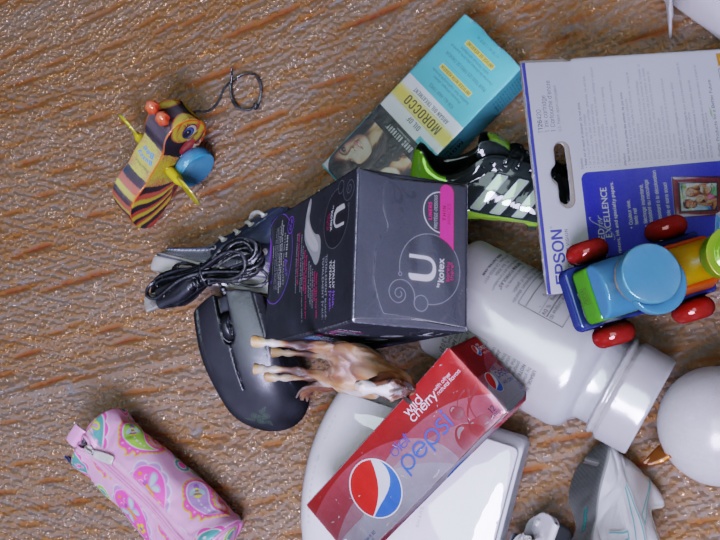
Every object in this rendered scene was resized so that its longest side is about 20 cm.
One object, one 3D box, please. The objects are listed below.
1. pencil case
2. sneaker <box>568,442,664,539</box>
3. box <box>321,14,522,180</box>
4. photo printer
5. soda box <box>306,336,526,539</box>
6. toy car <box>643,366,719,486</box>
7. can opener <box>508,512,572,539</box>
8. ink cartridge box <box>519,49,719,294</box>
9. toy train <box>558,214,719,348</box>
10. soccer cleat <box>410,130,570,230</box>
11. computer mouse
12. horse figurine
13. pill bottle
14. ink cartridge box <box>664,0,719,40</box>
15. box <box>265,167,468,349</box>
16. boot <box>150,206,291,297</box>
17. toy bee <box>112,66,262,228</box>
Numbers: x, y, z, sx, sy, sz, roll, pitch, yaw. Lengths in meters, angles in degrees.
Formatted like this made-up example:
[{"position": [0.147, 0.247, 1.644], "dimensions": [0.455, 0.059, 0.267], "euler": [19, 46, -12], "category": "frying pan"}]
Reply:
[{"position": [-0.213, 0.227, 0.897], "dimensions": [0.199, 0.087, 0.088], "euler": [38, 98, 18], "category": "pencil case"}, {"position": [0.204, 0.236, 0.704], "dimensions": [0.080, 0.201, 0.071], "euler": [33, 141, -4], "category": "sneaker"}, {"position": [0.062, -0.142, 0.846], "dimensions": [0.200, 0.049, 0.082], "euler": [-46, 73, 11], "category": "box"}, {"position": [0.042, 0.206, 0.813], "dimensions": [0.198, 0.069, 0.168], "euler": [15, 91, 20], "category": "photo printer"}, {"position": [0.045, 0.150, 0.726], "dimensions": [0.070, 0.063, 0.200], "euler": [46, 113, 16], "category": "soda box"}, {"position": [0.316, 0.109, 0.700], "dimensions": [0.199, 0.176, 0.186], "euler": [-32, 86, 43], "category": "toy car"}, {"position": [0.132, 0.301, 0.737], "dimensions": [0.066, 0.053, 0.201], "euler": [32, 69, -9], "category": "can opener"}, {"position": [0.237, -0.084, 0.743], "dimensions": [0.198, 0.047, 0.200], "euler": [-5, 85, -4], "category": "ink cartridge box"}, {"position": [0.261, -0.008, 0.656], "dimensions": [0.198, 0.116, 0.086], "euler": [-16, 83, -7], "category": "toy train"}, {"position": [0.141, -0.083, 0.785], "dimensions": [0.198, 0.068, 0.082], "euler": [0, 116, 9], "category": "soccer cleat"}, {"position": [-0.121, 0.080, 0.852], "dimensions": [0.137, 0.053, 0.201], "euler": [-21, 104, 21], "category": "computer mouse"}, {"position": [-0.021, 0.085, 0.741], "dimensions": [0.131, 0.200, 0.051], "euler": [7, 79, 2], "category": "horse figurine"}, {"position": [0.161, 0.067, 0.758], "dimensions": [0.199, 0.114, 0.115], "euler": [30, 96, 20], "category": "pill bottle"}, {"position": [0.308, -0.305, 0.728], "dimensions": [0.125, 0.128, 0.200], "euler": [44, 100, 18], "category": "ink cartridge box"}, {"position": [0.000, 0.000, 0.752], "dimensions": [0.105, 0.200, 0.124], "euler": [6, 79, -24], "category": "box"}, {"position": [-0.114, -0.022, 0.896], "dimensions": [0.198, 0.073, 0.091], "euler": [10, 82, 12], "category": "boot"}, {"position": [-0.206, -0.139, 0.912], "dimensions": [0.130, 0.109, 0.202], "euler": [23, 93, 22], "category": "toy bee"}]
